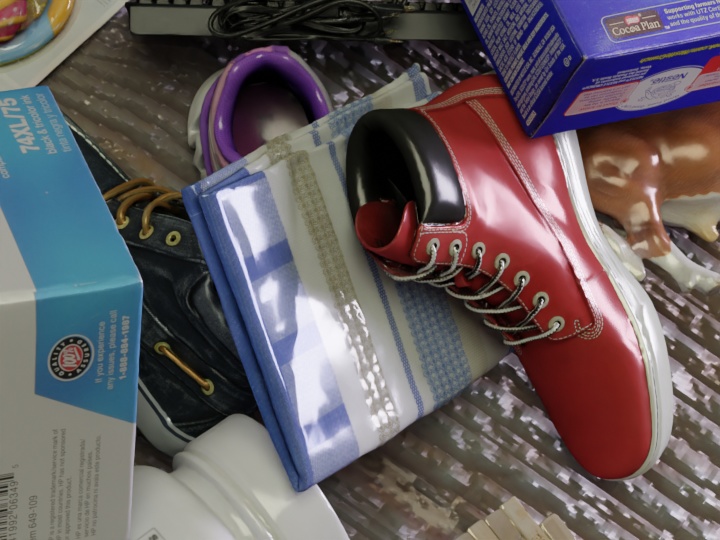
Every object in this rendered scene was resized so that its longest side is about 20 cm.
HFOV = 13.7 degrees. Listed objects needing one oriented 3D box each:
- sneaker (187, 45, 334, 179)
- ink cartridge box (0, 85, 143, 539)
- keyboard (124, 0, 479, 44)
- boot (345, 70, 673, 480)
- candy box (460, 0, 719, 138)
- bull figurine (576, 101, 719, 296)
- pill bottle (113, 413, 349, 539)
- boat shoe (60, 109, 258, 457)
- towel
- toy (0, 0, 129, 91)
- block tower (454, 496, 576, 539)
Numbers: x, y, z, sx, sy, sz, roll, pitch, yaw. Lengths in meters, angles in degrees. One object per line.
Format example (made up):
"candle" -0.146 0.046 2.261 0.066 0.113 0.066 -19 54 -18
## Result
"sneaker" -0.030 -0.020 1.400 0.080 0.088 0.200 -13 72 -13
"ink cartridge box" -0.208 0.032 1.239 0.200 0.147 0.146 -8 40 -19
"keyboard" -0.012 -0.132 1.437 0.200 0.104 0.040 0 101 -7
"boot" 0.061 0.015 1.354 0.144 0.072 0.200 -22 90 -52
"candy box" 0.117 -0.174 1.398 0.169 0.077 0.200 -12 66 -29
"bull figurine" 0.180 -0.049 1.447 0.200 0.065 0.122 -19 72 -14
"pill bottle" -0.106 0.157 1.308 0.200 0.113 0.113 -36 77 -18
"boat shoe" -0.099 -0.017 1.380 0.071 0.091 0.200 -24 75 -48
"towel" 0.000 0.000 1.350 0.200 0.024 0.147 -31 103 -53
"toy" -0.195 -0.135 1.447 0.115 0.047 0.200 41 70 8
"block tower" 0.012 0.178 1.335 0.200 0.058 0.054 -33 76 -25
